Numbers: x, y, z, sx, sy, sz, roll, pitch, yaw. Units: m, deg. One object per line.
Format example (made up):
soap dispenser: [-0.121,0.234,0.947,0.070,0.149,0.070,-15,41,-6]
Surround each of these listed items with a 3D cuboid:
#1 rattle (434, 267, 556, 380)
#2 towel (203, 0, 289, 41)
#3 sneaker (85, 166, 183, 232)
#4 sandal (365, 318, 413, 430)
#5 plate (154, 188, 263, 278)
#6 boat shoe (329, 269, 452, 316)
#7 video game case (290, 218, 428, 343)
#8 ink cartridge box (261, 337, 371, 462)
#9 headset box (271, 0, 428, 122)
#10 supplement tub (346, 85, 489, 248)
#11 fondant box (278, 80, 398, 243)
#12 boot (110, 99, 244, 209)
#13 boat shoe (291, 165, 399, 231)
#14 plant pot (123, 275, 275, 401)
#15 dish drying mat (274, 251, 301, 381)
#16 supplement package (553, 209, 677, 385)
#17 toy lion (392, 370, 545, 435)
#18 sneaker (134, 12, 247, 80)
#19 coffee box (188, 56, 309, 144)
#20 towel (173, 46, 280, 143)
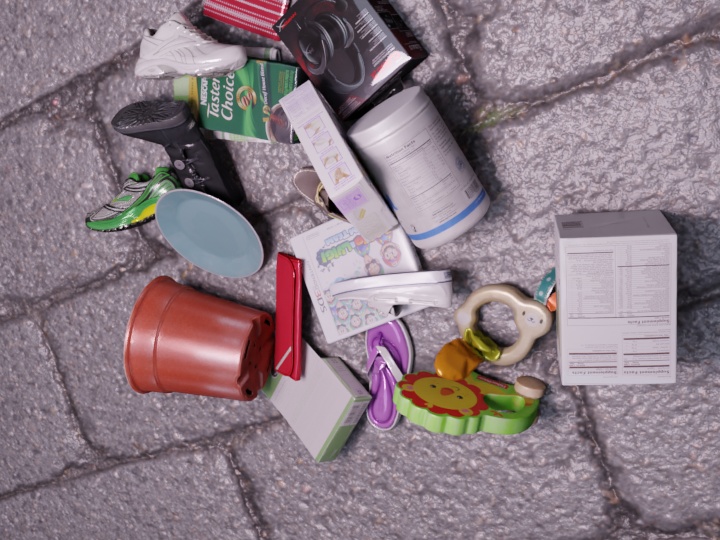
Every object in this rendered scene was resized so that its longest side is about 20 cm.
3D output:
rattle: [0.213,0.075,1.498,0.199,0.142,0.131,-20,77,34]
towel: [-0.162,-0.469,1.579,0.144,0.022,0.201,22,115,16]
sneaker: [-0.387,-0.119,1.765,0.199,0.078,0.086,-19,89,19]
sandal: [0.040,0.165,1.651,0.082,0.050,0.204,5,106,23]
plate: [-0.244,-0.065,1.696,0.199,0.026,0.201,17,141,14]
boat shoe: [0.044,0.038,1.552,0.199,0.073,0.066,-6,91,30]
video game case: [0.000,0.000,1.624,0.199,0.024,0.183,-22,87,28]
ink cartridge box: [-0.082,0.198,1.721,0.200,0.048,0.146,48,122,34]
headset box: [-0.010,-0.329,1.516,0.149,0.077,0.201,-38,86,29]
supplement tub: [0.084,-0.144,1.471,0.131,0.132,0.201,-25,108,29]
fondant box: [-0.031,-0.156,1.480,0.058,0.144,0.201,-33,57,6]
boot: [-0.295,-0.177,1.671,0.164,0.066,0.200,7,142,37]
boat shoe: [-0.032,-0.114,1.581,0.199,0.059,0.072,28,104,28]
plant pot: [-0.255,0.124,1.705,0.194,0.201,0.202,10,109,15]
dish drying mat: [-0.120,0.075,1.691,0.077,0.018,0.202,20,112,57]
supplement package: [0.341,0.034,1.395,0.149,0.152,0.202,-2,105,9]
toy lion: [0.155,0.194,1.524,0.199,0.192,0.069,18,112,19]
sneaker: [-0.261,-0.341,1.561,0.199,0.078,0.100,3,97,25]
coffee box: [-0.177,-0.269,1.599,0.199,0.044,0.124,15,109,24]
towel: [-0.213,-0.283,1.658,0.199,0.031,0.150,6,105,26]
